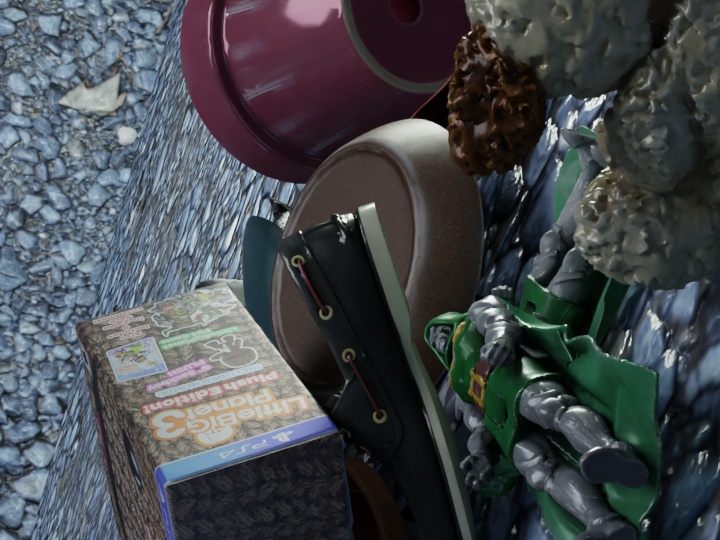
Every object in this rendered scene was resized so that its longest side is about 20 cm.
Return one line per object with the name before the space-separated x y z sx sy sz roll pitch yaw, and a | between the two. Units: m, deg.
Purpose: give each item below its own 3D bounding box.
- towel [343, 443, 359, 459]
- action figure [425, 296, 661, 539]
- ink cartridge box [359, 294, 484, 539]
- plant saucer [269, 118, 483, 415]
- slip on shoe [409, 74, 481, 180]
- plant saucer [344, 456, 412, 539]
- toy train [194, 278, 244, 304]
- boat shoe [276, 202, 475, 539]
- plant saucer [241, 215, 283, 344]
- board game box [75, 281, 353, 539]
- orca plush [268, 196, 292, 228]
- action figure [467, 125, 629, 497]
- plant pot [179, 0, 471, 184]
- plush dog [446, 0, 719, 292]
towel | 0.016 0.034 1.217 0.171 0.048 0.200 -92 24 -51
action figure | 0.076 0.064 0.814 0.200 0.055 0.118 -133 47 -63
ink cartridge box | 0.037 0.112 1.062 0.100 0.039 0.200 -87 20 -44
plant saucer | 0.000 0.000 1.074 0.200 0.034 0.201 -25 59 48
slip on shoe | 0.033 -0.063 1.132 0.200 0.061 0.074 -48 27 16
plant saucer | -0.008 0.210 1.033 0.200 0.032 0.201 -178 90 -66
toy train | -0.102 0.101 1.323 0.200 0.085 0.114 -96 18 -44
boat shoe | 0.012 0.067 0.934 0.074 0.063 0.202 -84 -26 -88
plant saucer | -0.052 0.055 1.308 0.200 0.027 0.201 -10 -90 -82
board game box | -0.081 0.125 0.993 0.200 0.097 0.160 -134 32 -58
orca plush | -0.042 0.029 1.458 0.105 0.071 0.200 61 -150 -42
action figure | 0.099 0.029 0.915 0.118 0.055 0.200 -130 55 -70
plant pot | -0.010 -0.176 1.322 0.179 0.200 0.200 -12 60 55
plush dog | 0.122 -0.108 0.744 0.160 0.171 0.200 158 129 -71
